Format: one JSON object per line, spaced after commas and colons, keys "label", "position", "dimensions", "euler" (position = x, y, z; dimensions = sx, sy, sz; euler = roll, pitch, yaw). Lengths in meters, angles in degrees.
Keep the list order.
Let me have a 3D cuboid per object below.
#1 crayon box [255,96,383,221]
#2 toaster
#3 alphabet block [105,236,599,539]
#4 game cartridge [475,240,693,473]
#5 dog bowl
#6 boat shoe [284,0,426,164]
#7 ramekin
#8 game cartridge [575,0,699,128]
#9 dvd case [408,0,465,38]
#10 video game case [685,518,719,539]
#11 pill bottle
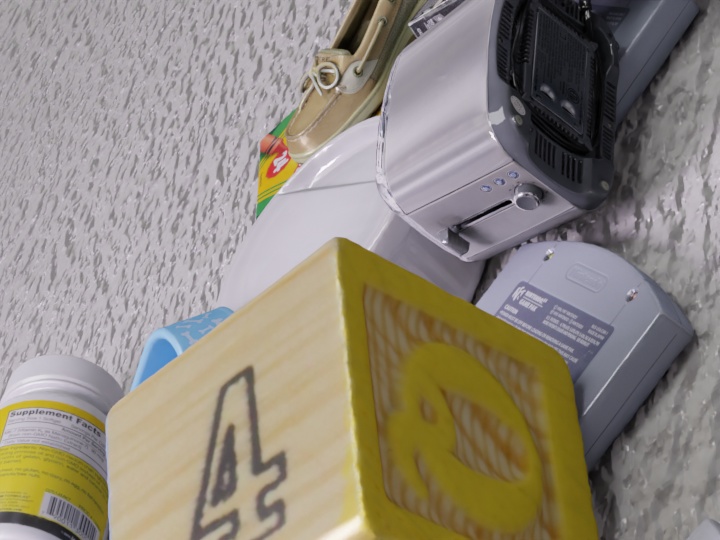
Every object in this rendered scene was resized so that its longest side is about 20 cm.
{"label": "crayon box", "position": [0.005, -0.111, 2.014], "dimensions": [0.200, 0.051, 0.127], "euler": [-40, 26, 23]}
{"label": "toaster", "position": [0.086, -0.102, 1.706], "dimensions": [0.129, 0.113, 0.201], "euler": [-31, 38, 36]}
{"label": "alphabet block", "position": [-0.005, 0.136, 1.463], "dimensions": [0.200, 0.195, 0.197], "euler": [-35, 46, 31]}
{"label": "game cartridge", "position": [0.120, 0.048, 1.601], "dimensions": [0.133, 0.041, 0.200], "euler": [-56, 24, -1]}
{"label": "dog bowl", "position": [-0.120, 0.113, 1.797], "dimensions": [0.112, 0.049, 0.200], "euler": [63, 147, 37]}
{"label": "boat shoe", "position": [-0.001, -0.169, 1.965], "dimensions": [0.201, 0.063, 0.073], "euler": [-54, 24, -8]}
{"label": "ramekin", "position": [0.000, 0.000, 1.811], "dimensions": [0.202, 0.094, 0.203], "euler": [-41, 26, 25]}
{"label": "game cartridge", "position": [0.151, -0.154, 1.833], "dimensions": [0.134, 0.040, 0.200], "euler": [-58, 24, -5]}
{"label": "dvd case", "position": [0.134, -0.225, 1.798], "dimensions": [0.200, 0.022, 0.146], "euler": [-29, 12, 25]}
{"label": "video game case", "position": [0.143, 0.235, 1.309], "dimensions": [0.200, 0.022, 0.182], "euler": [-49, 23, 6]}
{"label": "pill bottle", "position": [-0.236, 0.164, 1.979], "dimensions": [0.114, 0.114, 0.200], "euler": [-36, 28, 32]}
